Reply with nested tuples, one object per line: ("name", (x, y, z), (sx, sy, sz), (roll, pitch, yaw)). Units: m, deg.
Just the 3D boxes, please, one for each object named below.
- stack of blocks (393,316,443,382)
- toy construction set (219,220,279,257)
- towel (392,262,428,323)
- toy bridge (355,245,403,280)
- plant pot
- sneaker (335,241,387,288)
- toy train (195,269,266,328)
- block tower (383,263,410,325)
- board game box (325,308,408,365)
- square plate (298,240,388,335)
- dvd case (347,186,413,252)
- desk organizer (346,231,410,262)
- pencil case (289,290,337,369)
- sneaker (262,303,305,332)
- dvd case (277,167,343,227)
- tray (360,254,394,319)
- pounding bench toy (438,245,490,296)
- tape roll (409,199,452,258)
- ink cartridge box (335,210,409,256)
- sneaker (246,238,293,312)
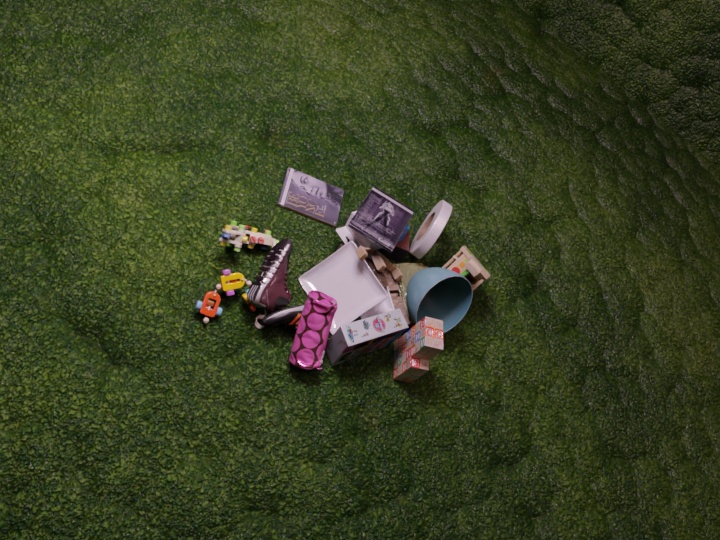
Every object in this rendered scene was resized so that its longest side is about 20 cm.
("stack of blocks", (0.160, 0.226, 1.563), (0.058, 0.200, 0.117), (14, 57, -17))
("toy construction set", (-0.298, -0.081, 1.564), (0.198, 0.131, 0.093), (27, 92, -20))
("towel", (0.176, 0.068, 1.747), (0.147, 0.036, 0.203), (1, 65, -36))
("toy bridge", (0.054, -0.029, 1.643), (0.199, 0.027, 0.068), (29, 28, -45))
("plant pot", (0.212, 0.070, 1.640), (0.197, 0.203, 0.135), (-7, 33, -28))
("sneaker", (0.000, 0.000, 1.672), (0.200, 0.076, 0.070), (47, 28, 23))
("toy train", (-0.341, 0.081, 1.502), (0.198, 0.055, 0.153), (18, 83, -27))
("block tower", (0.091, 0.082, 1.699), (0.057, 0.054, 0.203), (-2, 64, -27))
("board game box", (0.015, 0.185, 1.550), (0.198, 0.148, 0.065), (-15, 69, -30))
("square plate", (-0.050, 0.050, 1.612), (0.199, 0.028, 0.200), (-34, 77, 3))
("dvd case", (0.064, -0.155, 1.655), (0.147, 0.016, 0.201), (31, 48, 0))
("desk organizer", (0.058, -0.106, 1.777), (0.197, 0.072, 0.078), (19, 55, -15))
("pencil case", (-0.121, 0.160, 1.480), (0.092, 0.203, 0.091), (19, 11, 20))
("sneaker", (-0.171, 0.143, 1.528), (0.198, 0.070, 0.092), (-13, 87, -34))
("dvd case", (-0.156, -0.235, 1.779), (0.197, 0.016, 0.151), (20, 57, -14))
("tray", (0.030, 0.051, 1.682), (0.106, 0.022, 0.203), (-21, 68, 13))
("pounding bench toy", (0.303, 0.023, 1.727), (0.125, 0.156, 0.200), (49, 12, 7))
("tape roll", (0.225, -0.132, 1.790), (0.037, 0.203, 0.204), (32, 55, -6))
("ink cartridge box", (0.037, -0.128, 1.688), (0.198, 0.068, 0.117), (-21, 66, -36))
("sneaker", (-0.216, 0.021, 1.512), (0.115, 0.075, 0.202), (38, 75, -33))
